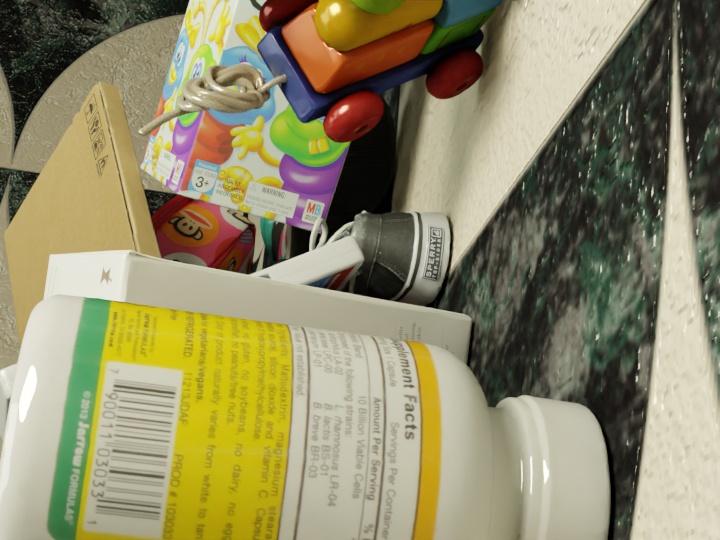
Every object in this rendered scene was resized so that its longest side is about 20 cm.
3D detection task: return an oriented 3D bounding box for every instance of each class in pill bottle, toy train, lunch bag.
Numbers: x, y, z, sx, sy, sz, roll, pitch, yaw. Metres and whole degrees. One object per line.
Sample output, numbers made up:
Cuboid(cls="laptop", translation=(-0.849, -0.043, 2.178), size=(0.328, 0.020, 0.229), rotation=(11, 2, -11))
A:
Cuboid(cls="pill bottle", translation=(-0.021, 0.076, 0.478), size=(0.113, 0.200, 0.113), rotation=(-172, 90, -81))
Cuboid(cls="toy train", translation=(-0.009, -0.122, 0.675), size=(0.085, 0.200, 0.116), rotation=(59, 151, 9))
Cuboid(cls="lunch bag", translation=(-0.145, 0.035, 1.064), size=(0.176, 0.082, 0.200), rotation=(-48, -15, -38))

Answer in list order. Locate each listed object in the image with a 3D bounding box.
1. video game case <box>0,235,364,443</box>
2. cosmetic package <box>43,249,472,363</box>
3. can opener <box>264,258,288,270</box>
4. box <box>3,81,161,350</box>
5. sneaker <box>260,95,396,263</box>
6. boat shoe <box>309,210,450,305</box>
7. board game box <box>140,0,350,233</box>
Cuboid(cls="video game case", translation=(-0.104, 0.042, 0.758), size=(0.017, 0.200, 0.143), rotation=(65, 160, 10))
Cuboid(cls="cosmetic package", translation=(-0.049, 0.057, 0.651), size=(0.085, 0.200, 0.108), rotation=(1, 81, 54))
Cuboid(cls="can opener", translation=(-0.107, 0.070, 0.888), size=(0.200, 0.079, 0.063), rotation=(-50, 25, 5))
Cuboid(cls="box", translation=(-0.194, -0.006, 0.932), size=(0.164, 0.021, 0.200), rotation=(-50, 43, 32))
Cuboid(cls="sneaker", translation=(-0.025, -0.056, 1.039), size=(0.121, 0.083, 0.200), rotation=(-115, 36, -63))
Cuboid(cls="boat shoe", translation=(0.000, 0.003, 0.846), size=(0.199, 0.068, 0.074), rotation=(153, 125, -79))
Cuboid(cls="board game box", translation=(-0.056, -0.140, 0.877), size=(0.105, 0.103, 0.200), rotation=(30, 104, 64))
